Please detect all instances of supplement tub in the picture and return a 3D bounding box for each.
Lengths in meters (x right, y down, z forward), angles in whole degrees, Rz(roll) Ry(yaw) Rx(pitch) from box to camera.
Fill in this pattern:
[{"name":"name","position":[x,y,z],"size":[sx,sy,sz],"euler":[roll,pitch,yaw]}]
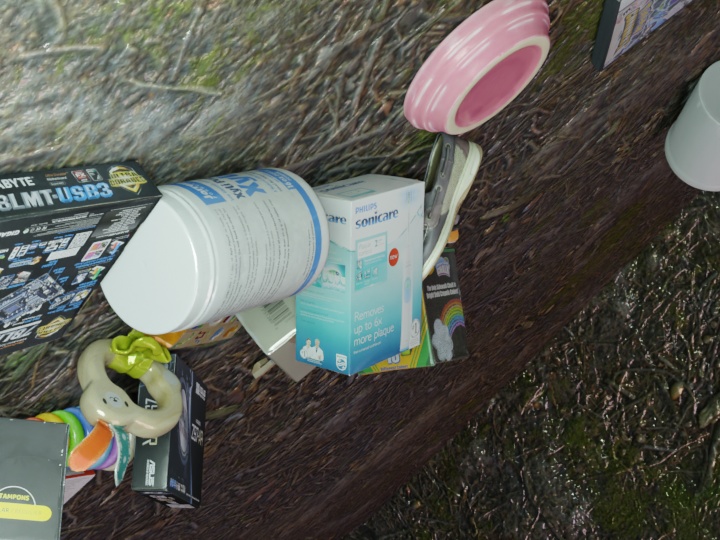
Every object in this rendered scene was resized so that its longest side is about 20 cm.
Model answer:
[{"name":"supplement tub","position":[-0.133,-0.022,1.149],"size":[0.132,0.132,0.199],"euler":[-49,162,31]}]

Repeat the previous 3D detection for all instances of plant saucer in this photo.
[{"name":"plant saucer","position":[0.138,-0.221,1.365],"size":[0.200,0.051,0.201],"euler":[-37,164,-12]}]

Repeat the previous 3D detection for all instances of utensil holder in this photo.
[{"name":"utensil holder","position":[0.659,-0.265,2.221],"size":[0.169,0.170,0.200],"euler":[-34,161,-16]}]

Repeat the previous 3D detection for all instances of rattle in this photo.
[{"name":"rattle","position":[-0.219,0.112,1.257],"size":[0.142,0.131,0.200],"euler":[-31,-169,16]}]

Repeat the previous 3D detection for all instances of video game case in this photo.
[{"name":"video game case","position":[0.383,-0.358,1.588],"size":[0.180,0.026,0.200],"euler":[-38,164,-7]}]

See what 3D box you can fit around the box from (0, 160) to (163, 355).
[{"name":"box","position":[-0.286,0.000,1.012],"size":[0.199,0.050,0.199],"euler":[-48,162,31]}]

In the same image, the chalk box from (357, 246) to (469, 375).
[{"name":"chalk box","position":[0.059,0.032,1.689],"size":[0.123,0.202,0.125],"euler":[-10,177,29]}]

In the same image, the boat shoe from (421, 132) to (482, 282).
[{"name":"boat shoe","position":[0.083,-0.075,1.496],"size":[0.201,0.064,0.072],"euler":[-65,-166,-9]}]

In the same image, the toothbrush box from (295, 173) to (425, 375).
[{"name":"toothbrush box","position":[0.000,0.000,1.408],"size":[0.146,0.085,0.202],"euler":[-17,112,-51]}]

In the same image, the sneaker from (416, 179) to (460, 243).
[{"name":"sneaker","position":[0.062,-0.079,1.567],"size":[0.199,0.078,0.078],"euler":[-6,115,-54]}]

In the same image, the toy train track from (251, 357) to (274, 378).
[{"name":"toy train track","position":[-0.088,0.084,1.736],"size":[0.200,0.033,0.115],"euler":[-41,172,27]}]

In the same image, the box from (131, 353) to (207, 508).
[{"name":"box","position":[-0.231,0.201,1.506],"size":[0.043,0.162,0.200],"euler":[0,163,4]}]

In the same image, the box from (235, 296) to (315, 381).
[{"name":"box","position":[-0.094,0.066,1.527],"size":[0.078,0.095,0.200],"euler":[-39,166,-3]}]

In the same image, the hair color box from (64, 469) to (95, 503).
[{"name":"hair color box","position":[-0.425,0.286,1.459],"size":[0.200,0.064,0.111],"euler":[-43,165,9]}]

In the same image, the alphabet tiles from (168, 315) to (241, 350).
[{"name":"alphabet tiles","position":[-0.148,0.034,1.500],"size":[0.167,0.006,0.200],"euler":[-47,163,23]}]

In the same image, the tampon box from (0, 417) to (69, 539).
[{"name":"tampon box","position":[-0.376,0.242,1.226],"size":[0.148,0.127,0.200],"euler":[6,148,-14]}]

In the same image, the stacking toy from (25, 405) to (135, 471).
[{"name":"stacking toy","position":[-0.342,0.190,1.375],"size":[0.085,0.086,0.199],"euler":[-45,157,21]}]
